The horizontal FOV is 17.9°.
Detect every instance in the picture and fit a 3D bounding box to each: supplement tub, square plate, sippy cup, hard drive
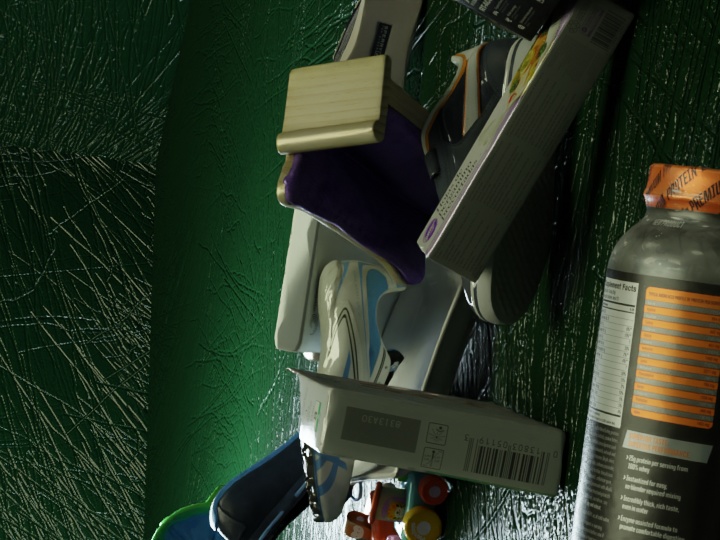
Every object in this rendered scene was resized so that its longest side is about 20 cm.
[{"bbox_3d":[0.161,0.058,1.000,0.123,0.122,0.201,-159,77,-79],"label":"supplement tub"},{"bbox_3d":[0.042,0.074,1.754,0.198,0.028,0.201,150,142,-74],"label":"square plate"},{"bbox_3d":[-0.174,0.346,2.609,0.140,0.178,0.130,48,166,13],"label":"sippy cup"},{"bbox_3d":[0.000,0.000,1.831,0.200,0.027,0.133,5,-85,-62],"label":"hard drive"}]

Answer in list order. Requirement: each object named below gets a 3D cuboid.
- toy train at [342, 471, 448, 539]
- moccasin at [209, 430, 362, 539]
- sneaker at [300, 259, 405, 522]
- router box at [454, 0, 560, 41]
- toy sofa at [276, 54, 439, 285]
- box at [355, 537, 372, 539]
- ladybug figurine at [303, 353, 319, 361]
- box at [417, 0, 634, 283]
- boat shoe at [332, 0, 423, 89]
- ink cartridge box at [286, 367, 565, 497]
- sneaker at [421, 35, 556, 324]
[{"bbox_3d":[0.021,0.194,1.836,0.201,0.055,0.151,108,164,-47],"label":"toy train"},{"bbox_3d":[-0.032,0.172,1.894,0.068,0.200,0.081,45,160,23],"label":"moccasin"},{"bbox_3d":[-0.006,0.093,1.727,0.072,0.072,0.201,135,143,-86],"label":"sneaker"},{"bbox_3d":[0.133,-0.249,1.388,0.150,0.062,0.200,-64,4,-21],"label":"router box"},{"bbox_3d":[0.027,-0.065,1.602,0.200,0.082,0.098,35,-123,-52],"label":"toy sofa"},{"bbox_3d":[0.027,0.303,1.590,0.122,0.105,0.201,123,152,-63],"label":"box"},{"bbox_3d":[-0.012,-0.014,2.100,0.136,0.071,0.201,-137,55,-76],"label":"ladybug figurine"},{"bbox_3d":[0.104,-0.089,1.448,0.201,0.041,0.039,-61,16,11],"label":"box"},{"bbox_3d":[0.007,-0.177,2.092,0.093,0.074,0.201,120,172,-77],"label":"boat shoe"},{"bbox_3d":[0.035,0.105,1.532,0.200,0.160,0.050,-179,100,-79],"label":"ink cartridge box"},{"bbox_3d":[0.085,-0.060,1.544,0.078,0.079,0.201,33,-118,-53],"label":"sneaker"}]
